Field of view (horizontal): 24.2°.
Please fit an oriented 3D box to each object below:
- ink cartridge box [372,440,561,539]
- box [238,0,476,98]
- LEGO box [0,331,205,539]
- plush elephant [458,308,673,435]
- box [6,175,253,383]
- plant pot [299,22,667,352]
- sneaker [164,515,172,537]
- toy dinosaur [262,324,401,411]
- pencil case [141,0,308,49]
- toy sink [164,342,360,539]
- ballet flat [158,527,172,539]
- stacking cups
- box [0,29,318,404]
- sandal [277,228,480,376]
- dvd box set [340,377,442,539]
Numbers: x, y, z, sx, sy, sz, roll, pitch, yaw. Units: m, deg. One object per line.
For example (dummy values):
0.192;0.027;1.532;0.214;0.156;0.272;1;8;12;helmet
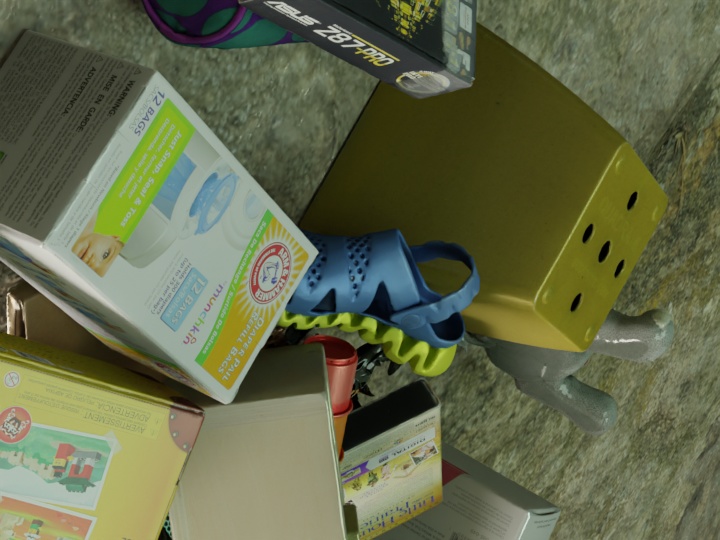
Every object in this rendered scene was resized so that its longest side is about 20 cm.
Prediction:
0.064;0.264;1.464;0.085;0.145;0.200;12;104;-61;ink cartridge box
0.004;-0.217;0.950;0.161;0.049;0.201;24;64;-49;box
-0.203;0.110;0.892;0.200;0.077;0.149;21;91;-35;LEGO box
0.162;0.020;1.426;0.165;0.199;0.155;101;8;-52;plush elephant
-0.143;0.040;1.074;0.200;0.021;0.164;-32;139;-42;box
0.108;-0.048;1.243;0.200;0.176;0.200;-60;151;-3;plant pot
-0.139;0.159;1.132;0.200;0.077;0.091;-56;145;-17;sneaker
-0.031;0.074;1.211;0.136;0.102;0.200;-42;176;-5;toy dinosaur
-0.037;-0.179;0.997;0.200;0.085;0.093;-17;141;-52;pencil case
-0.056;0.160;1.056;0.130;0.112;0.201;-101;-176;-80;toy sink
-0.188;0.220;1.052;0.066;0.057;0.200;26;125;-33;ballet flat
-0.040;0.143;1.154;0.060;0.060;0.201;-21;130;-49;stacking cups
-0.127;-0.026;0.936;0.113;0.101;0.200;-59;144;-14;box
0.000;0.000;1.104;0.200;0.080;0.087;18;131;-33;sandal
-0.006;0.164;1.293;0.146;0.029;0.200;-25;153;-9;dvd box set
